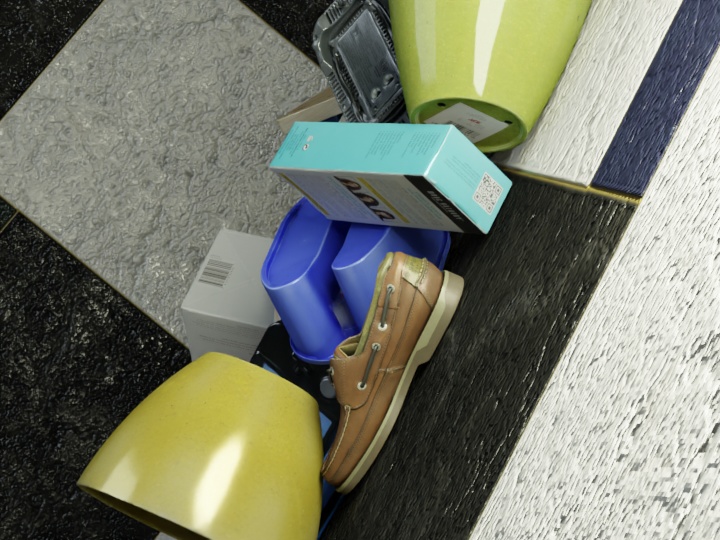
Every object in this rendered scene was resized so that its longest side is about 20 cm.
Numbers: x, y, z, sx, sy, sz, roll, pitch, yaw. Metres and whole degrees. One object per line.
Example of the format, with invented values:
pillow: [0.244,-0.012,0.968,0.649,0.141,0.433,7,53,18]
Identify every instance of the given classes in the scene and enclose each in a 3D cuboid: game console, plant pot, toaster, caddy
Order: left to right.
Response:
plant pot: [-0.107,0.151,1.362,0.142,0.199,0.200,-65,5,-14]
game console: [-0.078,0.175,1.473,0.118,0.171,0.200,-21,-34,-56]
caddy: [0.000,0.000,1.463,0.141,0.105,0.200,-17,29,26]
toaster: [0.049,-0.178,1.468,0.129,0.201,0.114,-3,-32,-43]
plant pot: [0.098,-0.201,1.327,0.187,0.186,0.201,128,153,-66]

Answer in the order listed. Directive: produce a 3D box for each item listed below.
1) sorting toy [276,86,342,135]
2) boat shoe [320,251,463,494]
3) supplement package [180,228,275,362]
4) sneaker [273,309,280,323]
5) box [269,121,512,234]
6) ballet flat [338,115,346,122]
sorting toy: [0.046,-0.191,1.825,0.199,0.070,0.199,-18,13,35]
boat shoe: [0.007,0.077,1.315,0.072,0.068,0.201,-93,28,-75]
supplement package: [-0.108,0.074,1.831,0.200,0.119,0.122,85,-158,-48]
sneaker: [-0.059,0.028,1.653,0.200,0.073,0.080,-98,33,-75]
box: [0.020,-0.076,1.351,0.200,0.082,0.049,7,63,50]
ballet flat: [0.015,-0.140,1.652,0.200,0.062,0.067,-34,-6,-17]
